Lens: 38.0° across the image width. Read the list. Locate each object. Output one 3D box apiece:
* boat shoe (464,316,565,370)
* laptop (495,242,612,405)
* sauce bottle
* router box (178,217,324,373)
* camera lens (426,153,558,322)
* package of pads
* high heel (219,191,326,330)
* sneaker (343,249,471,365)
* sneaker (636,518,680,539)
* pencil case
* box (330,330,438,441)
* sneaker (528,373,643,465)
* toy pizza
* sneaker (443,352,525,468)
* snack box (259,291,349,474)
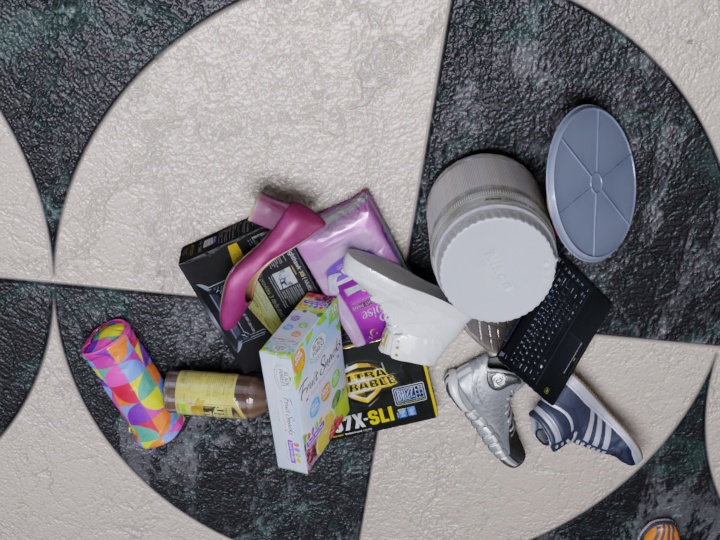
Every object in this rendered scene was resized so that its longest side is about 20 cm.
[{"bbox_3d":[0.202,0.089,1.492,0.199,0.073,0.075,31,80,-25],"label":"boat shoe"},{"bbox_3d":[0.274,0.069,1.426,0.200,0.103,0.178,40,78,-26],"label":"laptop"},{"bbox_3d":[-0.182,0.180,1.496,0.197,0.065,0.066,3,120,9],"label":"sauce bottle"},{"bbox_3d":[-0.139,0.028,1.462,0.155,0.052,0.202,-22,118,9],"label":"router box"},{"bbox_3d":[0.166,-0.046,1.347,0.157,0.201,0.162,0,119,1],"label":"camera lens"},{"bbox_3d":[0.000,0.000,1.441,0.119,0.076,0.201,-23,118,13],"label":"package of pads"},{"bbox_3d":[-0.120,0.003,1.373,0.095,0.068,0.202,23,112,4],"label":"high heel"},{"bbox_3d":[0.043,0.059,1.390,0.198,0.074,0.116,28,109,-18],"label":"sneaker"},{"bbox_3d":[0.500,0.515,1.730,0.076,0.113,0.203,-1,119,-2],"label":"sneaker"},{"bbox_3d":[-0.331,0.170,1.517,0.087,0.089,0.202,-18,117,8],"label":"pencil case"},{"bbox_3d":[0.004,0.164,1.549,0.197,0.050,0.161,-13,121,4],"label":"box"},{"bbox_3d":[0.335,0.251,1.581,0.109,0.070,0.200,-46,107,-7],"label":"sneaker"},{"bbox_3d":[0.294,-0.112,1.354,0.031,0.201,0.201,0,131,46],"label":"toy pizza"},{"bbox_3d":[0.221,0.204,1.567,0.115,0.075,0.200,-34,114,13],"label":"sneaker"},{"bbox_3d":[-0.072,0.153,1.422,0.052,0.143,0.202,9,125,22],"label":"snack box"}]
